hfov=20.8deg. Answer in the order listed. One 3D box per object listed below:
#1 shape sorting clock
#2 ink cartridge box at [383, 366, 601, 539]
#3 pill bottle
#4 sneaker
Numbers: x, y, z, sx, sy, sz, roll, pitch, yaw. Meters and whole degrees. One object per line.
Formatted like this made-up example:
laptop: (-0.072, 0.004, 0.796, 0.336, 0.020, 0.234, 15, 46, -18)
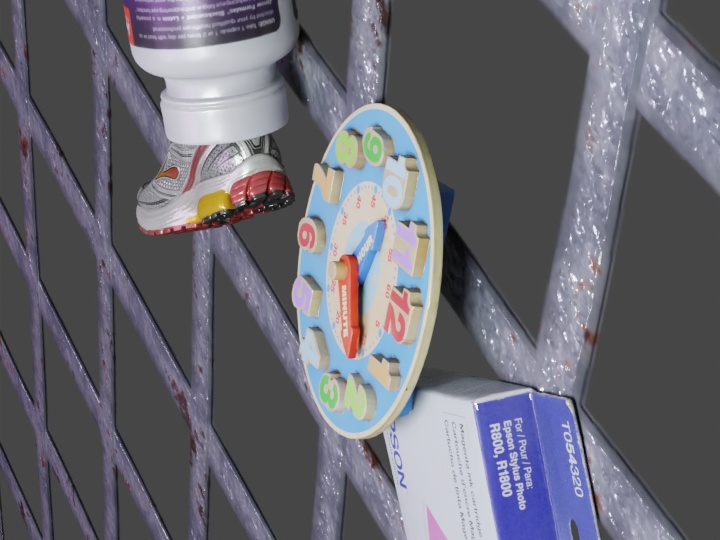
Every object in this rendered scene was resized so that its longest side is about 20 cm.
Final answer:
shape sorting clock: (0.000, 0.000, 1.177, 0.200, 0.039, 0.201, -12, 76, 61)
ink cartridge box: (0.078, 0.161, 1.140, 0.200, 0.043, 0.198, -174, 71, -69)
pill bottle: (-0.099, -0.187, 1.254, 0.111, 0.111, 0.201, -151, 50, -62)
sneaker: (-0.108, -0.073, 1.421, 0.200, 0.077, 0.083, -16, 85, 60)
